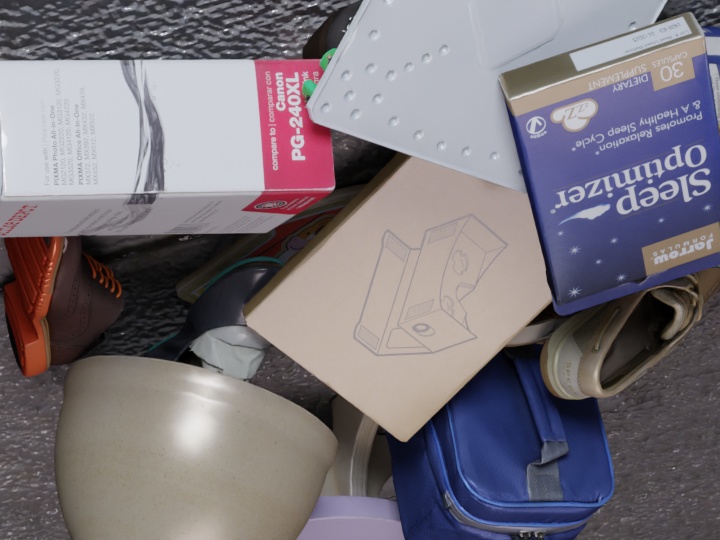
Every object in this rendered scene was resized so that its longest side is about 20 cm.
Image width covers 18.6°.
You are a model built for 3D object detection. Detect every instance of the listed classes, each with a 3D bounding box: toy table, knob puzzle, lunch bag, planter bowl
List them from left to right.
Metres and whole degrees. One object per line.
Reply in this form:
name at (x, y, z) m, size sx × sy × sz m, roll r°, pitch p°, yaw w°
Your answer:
planter bowl at (-0.128, 0.159, 1.527) m, size 0.199 × 0.135 × 0.200 m, roll 14°, pitch 159°, yaw 5°
toy table at (-0.032, 0.175, 1.747) m, size 0.183 × 0.118 × 0.200 m, roll -33°, pitch 145°, yaw 29°
knob puzzle at (0.000, 0.000, 1.561) m, size 0.218 × 0.031 × 0.220 m, roll -10°, pitch 148°, yaw -6°
lunch bag at (0.103, 0.127, 1.642) m, size 0.135 × 0.201 × 0.133 m, roll 2°, pitch 144°, yaw -21°

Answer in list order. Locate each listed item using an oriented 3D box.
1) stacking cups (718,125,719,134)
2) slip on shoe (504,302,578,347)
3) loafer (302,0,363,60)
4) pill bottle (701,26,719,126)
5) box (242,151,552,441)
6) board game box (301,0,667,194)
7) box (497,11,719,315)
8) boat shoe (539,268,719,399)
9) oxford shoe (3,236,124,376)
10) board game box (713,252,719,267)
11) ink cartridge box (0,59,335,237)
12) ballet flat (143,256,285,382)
stacking cups at (0.299, -0.140, 1.344) m, size 0.200 × 0.060 × 0.061 m, roll -50°, pitch 149°, yaw -10°
slip on shoe at (0.125, 0.028, 1.600) m, size 0.199 × 0.076 × 0.061 m, roll -12°, pitch 143°, yaw -31°
loafer at (0.048, -0.131, 1.345) m, size 0.199 × 0.073 × 0.071 m, roll 9°, pitch 178°, yaw -38°
pill bottle at (0.256, -0.101, 1.420) m, size 0.199 × 0.111 × 0.111 m, roll -1°, pitch 147°, yaw -19°
box at (0.044, 0.006, 1.489) m, size 0.200 × 0.021 × 0.163 m, roll -44°, pitch 120°, yaw 12°
board game box at (0.084, -0.153, 1.271) m, size 0.199 × 0.026 × 0.201 m, roll 16°, pitch 112°, yaw -39°
box at (0.161, -0.052, 1.333) m, size 0.120 × 0.032 × 0.201 m, roll -19°, pitch 132°, yaw -1°
boat shoe at (0.215, 0.025, 1.566) m, size 0.200 × 0.065 × 0.072 m, roll -39°, pitch 114°, yaw -26°
oxford shoe at (-0.195, 0.002, 1.461) m, size 0.072 × 0.072 × 0.200 m, roll -14°, pitch 159°, yaw -18°
board game box at (0.273, -0.023, 1.481) m, size 0.199 × 0.035 × 0.135 m, roll -1°, pitch 176°, yaw -6°
ink cartridge box at (-0.132, -0.070, 1.296) m, size 0.199 × 0.084 × 0.145 m, roll -1°, pitch 172°, yaw -20°
ballet flat at (-0.099, 0.059, 1.547) m, size 0.073 × 0.073 × 0.200 m, roll 5°, pitch 154°, yaw -28°
